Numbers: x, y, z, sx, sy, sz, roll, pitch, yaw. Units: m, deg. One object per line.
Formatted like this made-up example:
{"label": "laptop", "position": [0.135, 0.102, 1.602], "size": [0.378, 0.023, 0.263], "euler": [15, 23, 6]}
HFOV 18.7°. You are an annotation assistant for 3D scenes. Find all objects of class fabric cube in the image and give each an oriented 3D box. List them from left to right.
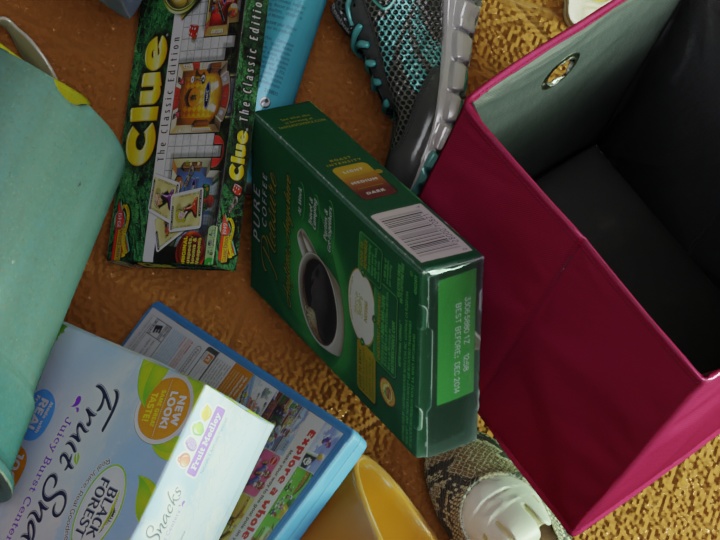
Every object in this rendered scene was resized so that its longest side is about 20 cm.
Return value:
{"label": "fabric cube", "position": [0.156, -0.013, 1.217], "size": [0.196, 0.200, 0.200], "euler": [-32, 74, -28]}

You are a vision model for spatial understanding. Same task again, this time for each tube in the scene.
{"label": "tube", "position": [-0.055, -0.148, 1.317], "size": [0.077, 0.050, 0.202], "euler": [14, 83, 15]}

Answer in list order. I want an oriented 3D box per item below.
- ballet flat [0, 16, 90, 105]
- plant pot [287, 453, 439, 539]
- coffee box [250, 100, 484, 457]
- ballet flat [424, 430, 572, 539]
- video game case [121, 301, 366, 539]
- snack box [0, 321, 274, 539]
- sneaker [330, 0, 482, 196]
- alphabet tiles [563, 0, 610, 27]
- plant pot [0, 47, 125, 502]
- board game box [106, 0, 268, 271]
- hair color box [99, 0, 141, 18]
{"label": "ballet flat", "position": [-0.241, -0.137, 1.289], "size": [0.200, 0.067, 0.067], "euler": [40, 61, -7]}
{"label": "plant pot", "position": [-0.026, 0.236, 1.237], "size": [0.182, 0.200, 0.201], "euler": [-32, 91, 6]}
{"label": "coffee box", "position": [0.000, 0.000, 1.226], "size": [0.044, 0.200, 0.124], "euler": [-16, 125, -25]}
{"label": "ballet flat", "position": [0.105, 0.182, 1.306], "size": [0.067, 0.075, 0.201], "euler": [-28, 90, -8]}
{"label": "video game case", "position": [-0.101, 0.112, 1.236], "size": [0.143, 0.199, 0.018], "euler": [-53, 134, -8]}
{"label": "snack box", "position": [-0.164, 0.121, 1.212], "size": [0.068, 0.199, 0.170], "euler": [34, 78, -46]}
{"label": "sneaker", "position": [0.024, -0.137, 1.324], "size": [0.090, 0.078, 0.202], "euler": [10, 78, 1]}
{"label": "alphabet tiles", "position": [0.227, -0.189, 1.379], "size": [0.198, 0.015, 0.198], "euler": [6, 85, -8]}
{"label": "plant pot", "position": [-0.232, -0.010, 1.172], "size": [0.199, 0.200, 0.197], "euler": [28, 71, -6]}
{"label": "board game box", "position": [-0.099, -0.101, 1.285], "size": [0.023, 0.104, 0.202], "euler": [11, 84, -40]}
{"label": "hair color box", "position": [-0.191, -0.246, 1.274], "size": [0.199, 0.061, 0.099], "euler": [34, 82, 10]}
